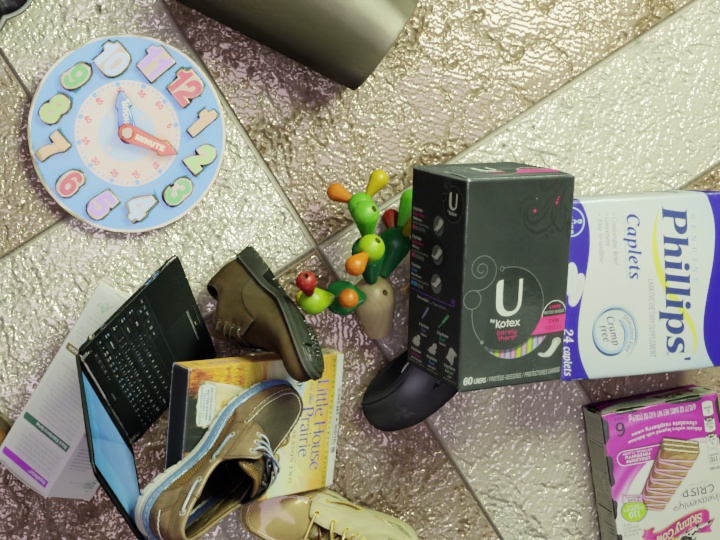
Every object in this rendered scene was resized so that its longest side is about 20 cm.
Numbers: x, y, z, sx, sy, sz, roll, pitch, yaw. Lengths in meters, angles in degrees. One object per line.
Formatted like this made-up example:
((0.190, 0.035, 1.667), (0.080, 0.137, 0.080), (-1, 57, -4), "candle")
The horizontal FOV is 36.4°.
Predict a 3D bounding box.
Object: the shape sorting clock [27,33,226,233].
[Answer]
((-0.236, -0.138, 1.107), (0.199, 0.039, 0.201), (0, 93, -8), "shape sorting clock")

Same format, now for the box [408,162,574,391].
((0.123, 0.002, 1.056), (0.122, 0.106, 0.201), (-5, 104, -26), "box")

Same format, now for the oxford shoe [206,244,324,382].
((-0.096, 0.057, 1.069), (0.084, 0.200, 0.073), (-34, 127, -7), "oxford shoe")

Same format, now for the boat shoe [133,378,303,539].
((-0.112, 0.180, 1.005), (0.200, 0.072, 0.072), (-45, 128, -30), "boat shoe")

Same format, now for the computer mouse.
((0.073, 0.077, 1.139), (0.200, 0.046, 0.141), (-39, 116, -5), "computer mouse")

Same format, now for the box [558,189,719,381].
((0.275, 0.011, 1.146), (0.199, 0.105, 0.185), (-5, 94, -13), "box")

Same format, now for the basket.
((-0.053, -0.284, 1.082), (0.200, 0.136, 0.181), (34, 92, -12), "basket")

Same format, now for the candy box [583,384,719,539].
((0.328, 0.237, 1.194), (0.136, 0.061, 0.201), (-10, 95, -8), "candy box")

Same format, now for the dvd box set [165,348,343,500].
((-0.102, 0.157, 1.086), (0.199, 0.029, 0.147), (0, 99, -45), "dvd box set")

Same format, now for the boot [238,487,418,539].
((-0.023, 0.277, 1.100), (0.199, 0.155, 0.073), (20, 90, -9), "boot")

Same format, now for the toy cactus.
((0.000, 0.000, 1.109), (0.102, 0.200, 0.166), (12, 133, 23), "toy cactus")

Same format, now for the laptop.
((-0.185, 0.124, 1.014), (0.103, 0.178, 0.200), (30, 63, 25), "laptop")

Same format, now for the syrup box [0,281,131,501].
((-0.264, 0.122, 1.083), (0.081, 0.079, 0.201), (31, 89, 25), "syrup box")

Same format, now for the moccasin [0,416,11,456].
((-0.432, 0.220, 1.080), (0.201, 0.078, 0.074), (-31, 97, -5), "moccasin")

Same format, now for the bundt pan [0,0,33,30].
((-0.395, -0.316, 1.057), (0.201, 0.076, 0.203), (-1, 93, -8), "bundt pan")
